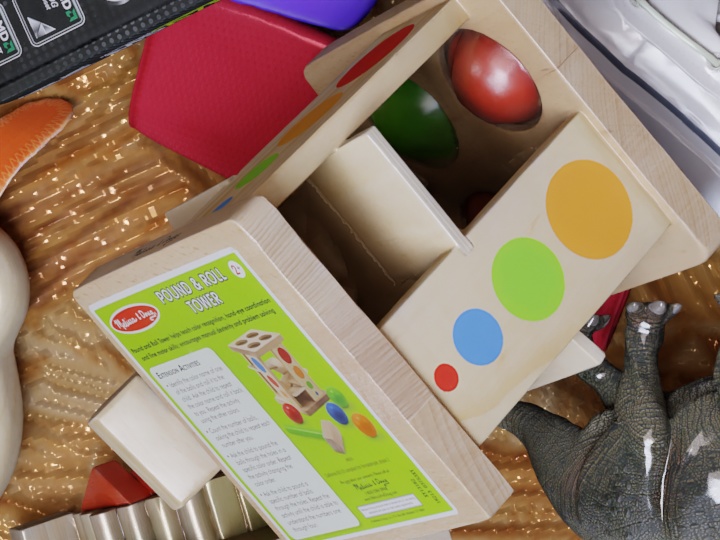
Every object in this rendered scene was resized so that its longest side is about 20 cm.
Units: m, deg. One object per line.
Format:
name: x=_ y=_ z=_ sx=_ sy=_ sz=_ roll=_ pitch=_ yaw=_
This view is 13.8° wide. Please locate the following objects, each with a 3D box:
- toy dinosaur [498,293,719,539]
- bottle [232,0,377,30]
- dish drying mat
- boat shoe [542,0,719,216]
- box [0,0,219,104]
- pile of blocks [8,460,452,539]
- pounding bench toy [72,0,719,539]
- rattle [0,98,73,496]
toy dinosaur: x=0.113 y=0.062 z=1.018 sx=0.200 sy=0.077 sz=0.102 roll=-4 pitch=83 yaw=17
bottle: x=-0.005 y=-0.189 z=1.052 sx=0.083 sy=0.065 sz=0.200 roll=15 pitch=103 yaw=-21
dish drying mat: x=0.011 y=-0.042 z=1.090 sx=0.200 sy=0.018 sz=0.077 roll=24 pitch=125 yaw=9
boat shoe: x=0.106 y=-0.079 z=1.049 sx=0.200 sy=0.074 sz=0.067 roll=43 pitch=98 yaw=-6
box: x=-0.089 y=-0.182 z=1.012 sx=0.193 sy=0.048 sz=0.200 roll=-22 pitch=92 yaw=29
pile of blocks: x=-0.064 y=0.096 z=1.106 sx=0.200 sy=0.082 sz=0.062 roll=-16 pitch=93 yaw=16
pounding bench toy: x=0.000 y=0.000 z=1.024 sx=0.124 sy=0.156 sz=0.200 roll=49 pitch=150 yaw=-11
rattle: x=-0.189 y=0.026 z=1.103 sx=0.130 sy=0.143 sz=0.200 roll=43 pitch=113 yaw=24
